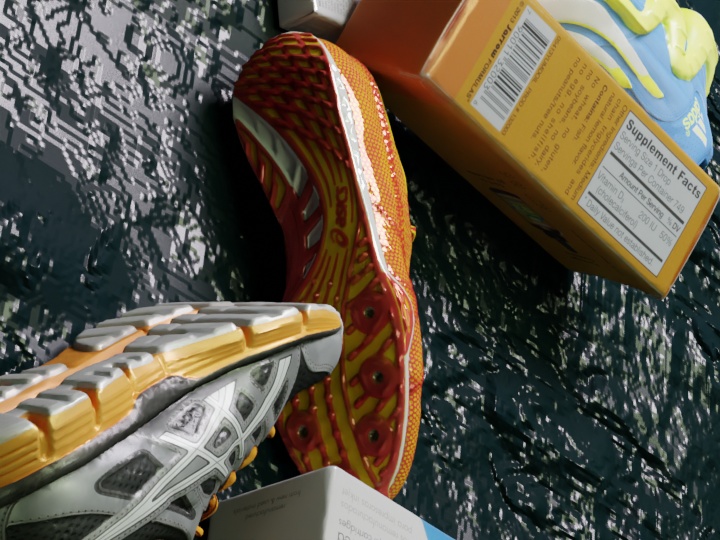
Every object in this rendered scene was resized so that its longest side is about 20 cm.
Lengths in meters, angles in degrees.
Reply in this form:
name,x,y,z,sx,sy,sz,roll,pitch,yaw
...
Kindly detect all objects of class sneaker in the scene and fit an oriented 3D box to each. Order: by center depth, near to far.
name,x,y,z,sx,sy,sz,roll,pitch,yaw
sneaker,-0.073,0.060,0.786,0.200,0.078,0.078,-25,106,-49
sneaker,0.000,0.000,0.900,0.077,0.073,0.201,20,61,-57
sneaker,0.124,-0.090,1.089,0.199,0.075,0.106,7,69,-50

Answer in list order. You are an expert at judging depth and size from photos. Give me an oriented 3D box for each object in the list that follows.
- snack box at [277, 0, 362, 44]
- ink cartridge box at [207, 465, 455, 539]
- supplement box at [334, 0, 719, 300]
name,x,y,z,sx,sy,sz,roll,pitch,yaw
snack box,-0.013,-0.194,1.009,0.072,0.024,0.201,17,61,-46
ink cartridge box,-0.007,0.189,0.802,0.115,0.068,0.201,34,50,-38
supplement box,0.079,-0.065,1.000,0.200,0.066,0.069,41,76,-40
